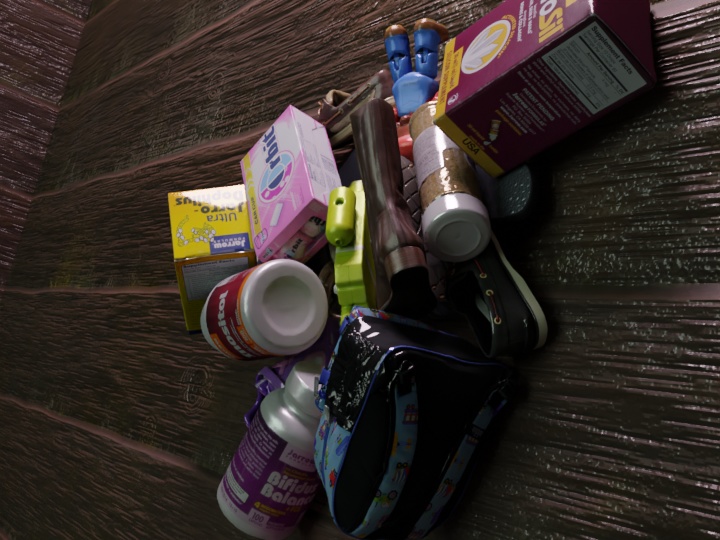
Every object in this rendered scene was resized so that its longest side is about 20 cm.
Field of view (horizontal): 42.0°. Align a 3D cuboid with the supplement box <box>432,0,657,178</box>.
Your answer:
[{"bbox_3d":[0.180,-0.206,0.933,0.199,0.103,0.132,-30,35,38],"label":"supplement box"}]

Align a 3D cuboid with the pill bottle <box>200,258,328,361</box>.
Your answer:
[{"bbox_3d":[-0.129,0.055,1.176,0.199,0.112,0.115,-18,58,61],"label":"pill bottle"}]

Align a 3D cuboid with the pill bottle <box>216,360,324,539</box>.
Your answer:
[{"bbox_3d":[-0.086,0.215,1.134,0.202,0.111,0.112,-62,33,17],"label":"pill bottle"}]

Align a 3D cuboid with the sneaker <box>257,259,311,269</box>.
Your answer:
[{"bbox_3d":[-0.087,-0.039,1.295,0.147,0.076,0.204,-109,38,-60],"label":"sneaker"}]

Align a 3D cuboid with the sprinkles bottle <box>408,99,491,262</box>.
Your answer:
[{"bbox_3d":[0.090,-0.099,0.985,0.068,0.068,0.201,-47,30,32],"label":"sprinkles bottle"}]

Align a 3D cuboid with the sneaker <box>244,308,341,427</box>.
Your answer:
[{"bbox_3d":[-0.087,0.138,1.205,0.080,0.088,0.202,35,102,58],"label":"sneaker"}]

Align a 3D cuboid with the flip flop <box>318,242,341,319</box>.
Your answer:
[{"bbox_3d":[-0.036,0.017,1.178,0.081,0.057,0.202,97,159,-57],"label":"flip flop"}]

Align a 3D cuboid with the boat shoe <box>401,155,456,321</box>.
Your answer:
[{"bbox_3d":[0.051,-0.034,1.063,0.073,0.074,0.202,-40,62,49],"label":"boat shoe"}]

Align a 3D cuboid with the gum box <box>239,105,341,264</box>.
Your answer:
[{"bbox_3d":[-0.087,-0.102,1.210,0.113,0.066,0.201,-43,41,26],"label":"gum box"}]

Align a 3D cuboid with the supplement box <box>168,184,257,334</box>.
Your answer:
[{"bbox_3d":[-0.201,-0.012,1.305,0.201,0.107,0.111,97,162,-58],"label":"supplement box"}]

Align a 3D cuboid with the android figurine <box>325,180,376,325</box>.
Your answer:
[{"bbox_3d":[0.000,0.000,1.041,0.040,0.183,0.202,-6,47,12],"label":"android figurine"}]

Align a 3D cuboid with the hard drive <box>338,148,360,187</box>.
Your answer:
[{"bbox_3d":[0.018,-0.087,1.208,0.135,0.042,0.201,-51,37,28],"label":"hard drive"}]

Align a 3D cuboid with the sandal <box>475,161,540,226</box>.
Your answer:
[{"bbox_3d":[0.142,-0.083,1.032,0.077,0.043,0.200,-65,22,-5],"label":"sandal"}]

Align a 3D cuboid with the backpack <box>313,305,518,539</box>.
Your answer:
[{"bbox_3d":[0.036,0.158,0.928,0.134,0.181,0.202,33,106,53],"label":"backpack"}]

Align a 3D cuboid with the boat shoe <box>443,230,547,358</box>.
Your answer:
[{"bbox_3d":[0.116,0.007,0.962,0.202,0.062,0.074,-118,22,-43],"label":"boat shoe"}]

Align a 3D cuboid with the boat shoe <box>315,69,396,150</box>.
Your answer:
[{"bbox_3d":[-0.023,-0.214,1.288,0.199,0.072,0.073,-23,92,45],"label":"boat shoe"}]

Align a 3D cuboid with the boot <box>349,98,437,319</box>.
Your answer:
[{"bbox_3d":[0.027,-0.058,0.981,0.187,0.063,0.202,98,159,-66],"label":"boot"}]

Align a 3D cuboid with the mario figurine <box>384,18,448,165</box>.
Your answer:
[{"bbox_3d":[0.071,-0.193,1.148,0.123,0.105,0.203,-15,72,59],"label":"mario figurine"}]
